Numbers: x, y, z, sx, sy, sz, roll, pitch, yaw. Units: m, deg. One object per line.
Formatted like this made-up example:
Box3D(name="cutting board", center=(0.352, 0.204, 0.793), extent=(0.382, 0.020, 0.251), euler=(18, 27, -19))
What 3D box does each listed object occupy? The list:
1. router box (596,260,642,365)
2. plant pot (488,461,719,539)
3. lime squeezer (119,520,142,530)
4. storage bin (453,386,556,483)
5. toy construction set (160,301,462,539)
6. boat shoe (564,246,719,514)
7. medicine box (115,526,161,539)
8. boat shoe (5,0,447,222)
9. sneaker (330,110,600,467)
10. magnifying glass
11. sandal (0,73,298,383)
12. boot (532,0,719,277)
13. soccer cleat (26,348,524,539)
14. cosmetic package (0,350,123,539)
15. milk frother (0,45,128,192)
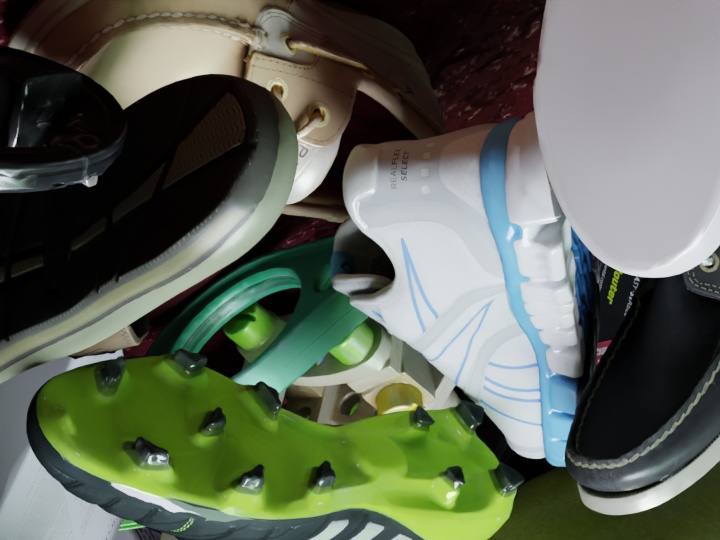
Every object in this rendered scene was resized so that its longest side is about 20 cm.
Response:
Box3D(name="router box", center=(0.162, -0.058, 1.078), extent=(0.150, 0.062, 0.200), euler=(-16, 134, -32))
Box3D(name="plant pot", center=(0.111, 0.144, 1.108), extent=(0.200, 0.187, 0.187), euler=(-40, 162, -35))
Box3D(name="lime squeezer", center=(-0.023, 0.119, 1.164), extent=(0.038, 0.200, 0.071), euler=(-57, -171, 50))
Box3D(name="storage bin", center=(0.067, 0.069, 1.208), extent=(0.135, 0.094, 0.200), euler=(-15, 148, -33))
Box3D(name="toy construction set", center=(-0.025, 0.083, 1.048), extent=(0.131, 0.200, 0.092), euler=(-13, 125, 37))
Box3D(name="boat shoe", center=(0.117, -0.007, 0.942), extent=(0.068, 0.072, 0.200), euler=(48, 61, -31))
Box3D(name="medicine box", center=(-0.062, 0.224, 1.226), extent=(0.103, 0.182, 0.200), euler=(-36, 153, 8))
Box3D(name="boat shoe", center=(-0.030, -0.053, 0.915), extent=(0.074, 0.069, 0.200), euler=(-46, 151, 25))
Box3D(name="sneaker", center=(0.036, 0.005, 0.944), extent=(0.087, 0.075, 0.200), euler=(0, 150, 10))
Box3D(name="magnifying glass", center=(0.000, 0.000, 1.011), extent=(0.200, 0.080, 0.022), euler=(-28, 118, 22))
Box3D(name="sandal", center=(-0.080, -0.002, 0.859), extent=(0.057, 0.080, 0.201), euler=(21, 156, -37))
Box3D(name="boot", center=(0.101, -0.094, 0.865), extent=(0.073, 0.200, 0.090), euler=(-8, 169, 30))
Box3D(name="soccer cleat", center=(-0.033, 0.075, 0.901), extent=(0.200, 0.068, 0.081), euler=(12, 131, -44))
Box3D(name="cosmetic package", center=(-0.139, 0.114, 0.975), extent=(0.151, 0.052, 0.200), euler=(85, 25, -59))
Box3D(name="milk frother", center=(-0.167, 0.037, 0.796), extent=(0.200, 0.181, 0.188), euler=(-5, 140, -34))
